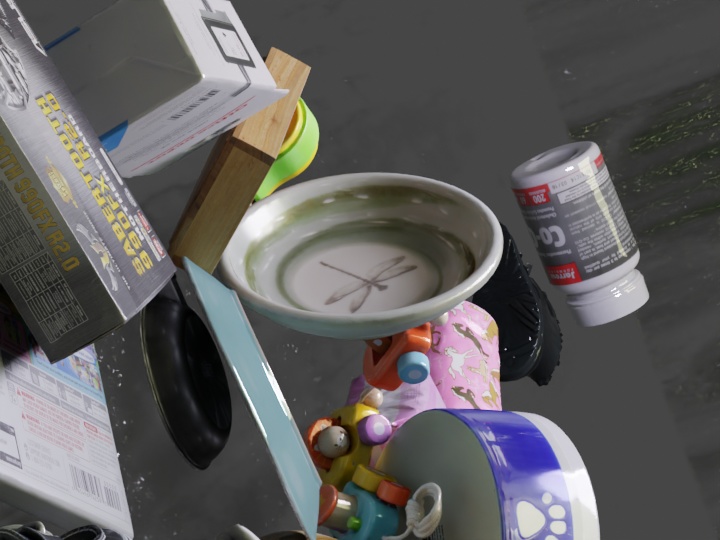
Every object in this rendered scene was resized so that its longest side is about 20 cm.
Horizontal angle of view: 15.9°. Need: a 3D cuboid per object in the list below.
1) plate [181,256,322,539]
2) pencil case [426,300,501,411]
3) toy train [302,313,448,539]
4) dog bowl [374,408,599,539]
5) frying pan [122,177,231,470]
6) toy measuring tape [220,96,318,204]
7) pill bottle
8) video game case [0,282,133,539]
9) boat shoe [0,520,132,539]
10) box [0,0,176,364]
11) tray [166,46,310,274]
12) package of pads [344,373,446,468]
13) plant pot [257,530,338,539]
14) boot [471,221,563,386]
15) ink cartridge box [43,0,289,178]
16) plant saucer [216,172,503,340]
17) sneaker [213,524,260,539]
[{"bbox_3d":[-0.062,0.078,1.625,0.200,0.026,0.200,155,-90,-87],"label":"plate"},{"bbox_3d":[0.081,0.109,2.168,0.200,0.083,0.087,-94,159,-52],"label":"pencil case"},{"bbox_3d":[0.005,0.113,1.784,0.056,0.150,0.200,20,43,-22],"label":"toy train"},{"bbox_3d":[0.079,0.195,1.780,0.079,0.200,0.200,7,55,-29],"label":"dog bowl"},{"bbox_3d":[-0.114,0.035,1.617,0.115,0.031,0.190,53,24,-59],"label":"frying pan"},{"bbox_3d":[-0.060,-0.070,1.884,0.074,0.074,0.200,51,23,-54],"label":"toy measuring tape"},{"bbox_3d":[0.261,-0.041,3.039,0.114,0.114,0.200,-66,135,-71],"label":"pill bottle"},{"bbox_3d":[-0.184,0.040,1.335,0.200,0.022,0.182,40,33,-64],"label":"video game case"},{"bbox_3d":[-0.157,0.149,1.196,0.068,0.072,0.200,70,20,-9],"label":"boat shoe"},{"bbox_3d":[-0.178,-0.060,1.350,0.200,0.048,0.158,59,9,-5],"label":"box"},{"bbox_3d":[-0.082,-0.076,1.747,0.037,0.099,0.200,28,22,-6],"label":"tray"},{"bbox_3d":[0.050,0.178,1.959,0.121,0.076,0.200,-73,141,-64],"label":"package of pads"},{"bbox_3d":[0.007,0.240,1.639,0.200,0.027,0.200,42,18,-18],"label":"plant pot"},{"bbox_3d":[0.160,0.061,2.587,0.162,0.073,0.198,59,16,-50],"label":"boot"},{"bbox_3d":[-0.127,-0.112,1.560,0.068,0.116,0.200,62,12,5],"label":"ink cartridge box"},{"bbox_3d":[0.000,0.000,1.788,0.200,0.200,0.050,-87,175,-59],"label":"plant saucer"},{"bbox_3d":[-0.067,0.221,1.460,0.099,0.078,0.200,55,10,-28],"label":"sneaker"}]
